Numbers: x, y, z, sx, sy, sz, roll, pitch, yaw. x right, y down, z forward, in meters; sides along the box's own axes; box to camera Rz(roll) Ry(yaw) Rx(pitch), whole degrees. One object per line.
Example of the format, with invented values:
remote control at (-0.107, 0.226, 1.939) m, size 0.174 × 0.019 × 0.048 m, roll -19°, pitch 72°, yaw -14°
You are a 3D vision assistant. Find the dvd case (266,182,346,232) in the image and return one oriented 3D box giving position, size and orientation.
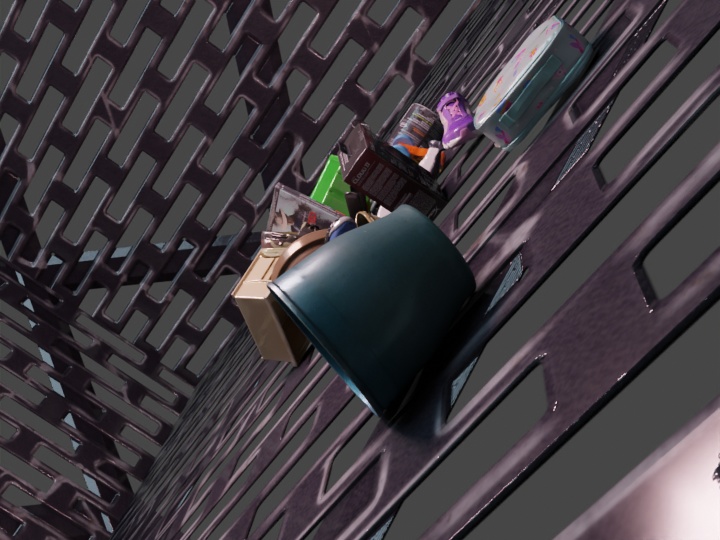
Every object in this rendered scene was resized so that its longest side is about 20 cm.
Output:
dvd case at (-0.104, -0.091, 1.756) m, size 0.022 × 0.199 × 0.146 m, roll -55°, pitch -10°, yaw -43°

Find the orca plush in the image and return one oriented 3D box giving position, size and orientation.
orca plush at (0.105, -0.162, 1.605) m, size 0.201 × 0.105 × 0.071 m, roll -67°, pitch -24°, yaw -9°

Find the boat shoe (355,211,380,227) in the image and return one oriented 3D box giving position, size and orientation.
boat shoe at (0.027, -0.039, 1.476) m, size 0.073 × 0.063 × 0.201 m, roll -49°, pitch 26°, yaw 28°

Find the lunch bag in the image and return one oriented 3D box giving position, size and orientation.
lunch bag at (0.249, -0.268, 1.193) m, size 0.200 × 0.077 × 0.161 m, roll -52°, pitch 10°, yaw 20°

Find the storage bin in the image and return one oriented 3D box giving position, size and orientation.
storage bin at (-0.168, 0.065, 1.779) m, size 0.093 × 0.201 × 0.199 m, roll 1°, pitch 41°, yaw 26°

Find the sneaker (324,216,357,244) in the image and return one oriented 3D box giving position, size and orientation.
sneaker at (-0.021, 0.003, 1.461) m, size 0.077 × 0.075 × 0.202 m, roll 29°, pitch 124°, yaw 56°

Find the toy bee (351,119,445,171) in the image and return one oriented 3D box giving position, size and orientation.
toy bee at (0.073, -0.230, 1.699) m, size 0.131 × 0.199 × 0.109 m, roll -34°, pitch -28°, yaw -47°

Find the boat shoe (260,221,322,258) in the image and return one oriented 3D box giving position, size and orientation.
boat shoe at (-0.111, -0.067, 1.690) m, size 0.072 × 0.199 × 0.067 m, roll -60°, pitch -38°, yaw -81°

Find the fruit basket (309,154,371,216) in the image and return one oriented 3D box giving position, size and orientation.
fruit basket at (-0.011, -0.149, 1.880) m, size 0.216 × 0.215 × 0.155 m, roll -55°, pitch 25°, yaw -2°

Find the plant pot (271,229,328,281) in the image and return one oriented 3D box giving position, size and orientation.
plant pot at (-0.071, 0.024, 1.636) m, size 0.201 × 0.200 × 0.093 m, roll -52°, pitch 46°, yaw 19°

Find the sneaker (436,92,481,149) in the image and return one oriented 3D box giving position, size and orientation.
sneaker at (0.182, -0.291, 1.551) m, size 0.080 × 0.089 × 0.200 m, roll -20°, pitch 18°, yaw 10°

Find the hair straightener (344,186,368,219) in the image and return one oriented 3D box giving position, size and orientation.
hair straightener at (-0.011, -0.090, 1.772) m, size 0.077 × 0.041 × 0.201 m, roll -63°, pitch -23°, yaw -45°

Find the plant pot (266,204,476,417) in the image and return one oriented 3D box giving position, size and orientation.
plant pot at (0.025, 0.033, 0.948) m, size 0.188 × 0.200 × 0.200 m, roll -40°, pitch 6°, yaw -9°

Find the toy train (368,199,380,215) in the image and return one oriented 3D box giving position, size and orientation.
toy train at (0.057, -0.134, 1.750) m, size 0.114 × 0.085 × 0.200 m, roll -61°, pitch 3°, yaw 38°

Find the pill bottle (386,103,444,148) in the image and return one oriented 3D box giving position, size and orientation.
pill bottle at (0.110, -0.283, 1.921) m, size 0.201 × 0.106 × 0.106 m, roll -55°, pitch 8°, yaw -1°

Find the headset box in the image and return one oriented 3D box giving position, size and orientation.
headset box at (0.045, -0.171, 1.450) m, size 0.075 × 0.199 × 0.149 m, roll -52°, pitch 21°, yaw 18°
